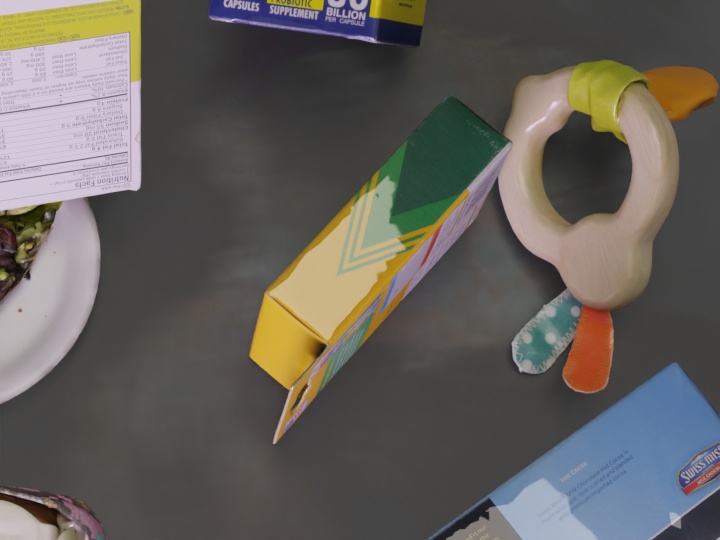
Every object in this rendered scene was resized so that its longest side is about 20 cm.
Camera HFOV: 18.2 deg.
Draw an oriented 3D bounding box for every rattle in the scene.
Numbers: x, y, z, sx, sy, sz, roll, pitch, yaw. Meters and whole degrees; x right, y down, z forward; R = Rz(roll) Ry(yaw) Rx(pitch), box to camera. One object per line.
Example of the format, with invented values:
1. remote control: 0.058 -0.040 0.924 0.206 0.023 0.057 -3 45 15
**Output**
1. rattle: 0.162 -0.028 1.412 0.130 0.143 0.200 -9 87 22

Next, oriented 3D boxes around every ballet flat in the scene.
1. ballet flat: -0.243 0.141 1.276 0.200 0.071 0.069 7 71 -5

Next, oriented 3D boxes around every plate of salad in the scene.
1. plate of salad: -0.255 -0.011 1.338 0.200 0.048 0.200 3 71 -8

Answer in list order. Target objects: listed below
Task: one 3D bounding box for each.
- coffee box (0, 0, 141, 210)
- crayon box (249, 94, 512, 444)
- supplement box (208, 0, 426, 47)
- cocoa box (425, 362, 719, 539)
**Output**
1. coffee box: -0.242 -0.164 1.289 0.200 0.198 0.200 -10 54 -12
2. crayon box: 0.000 0.000 1.328 0.052 0.126 0.200 39 71 7
3. supplement box: -0.014 -0.242 1.366 0.109 0.110 0.200 9 96 15
4. cocoa box: 0.130 0.171 1.283 0.200 0.133 0.131 -34 78 -17
